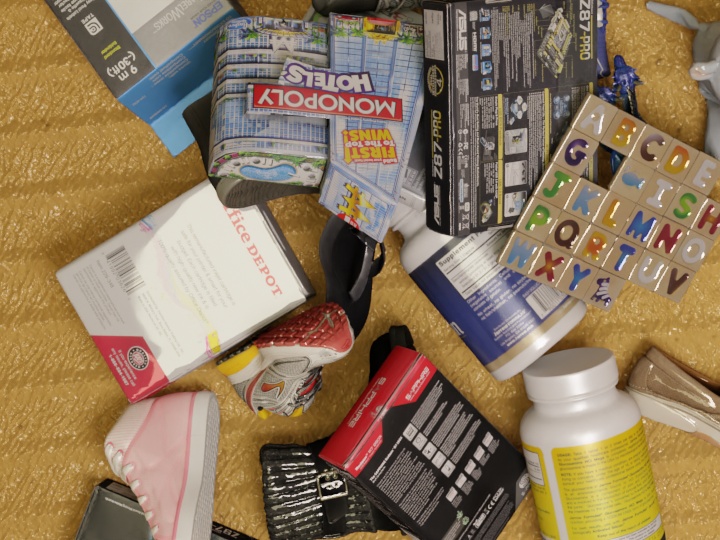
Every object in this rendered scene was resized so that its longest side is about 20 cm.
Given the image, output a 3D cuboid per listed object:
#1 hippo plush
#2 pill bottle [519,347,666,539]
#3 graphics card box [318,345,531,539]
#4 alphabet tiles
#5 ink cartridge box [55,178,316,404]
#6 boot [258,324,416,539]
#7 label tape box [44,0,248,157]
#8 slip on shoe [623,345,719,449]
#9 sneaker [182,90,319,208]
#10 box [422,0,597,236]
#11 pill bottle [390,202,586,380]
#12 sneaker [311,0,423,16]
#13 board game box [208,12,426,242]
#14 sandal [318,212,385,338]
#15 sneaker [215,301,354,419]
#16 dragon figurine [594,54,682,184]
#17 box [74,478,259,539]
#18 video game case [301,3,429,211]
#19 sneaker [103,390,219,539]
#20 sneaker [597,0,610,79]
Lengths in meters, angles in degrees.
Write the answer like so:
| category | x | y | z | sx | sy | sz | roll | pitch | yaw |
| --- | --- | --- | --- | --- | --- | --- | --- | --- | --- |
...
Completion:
| category | x | y | z | sx | sy | sz | roll | pitch | yaw |
| --- | --- | --- | --- | --- | --- | --- | --- | --- | --- |
| hippo plush | 0.366 | -0.179 | 1.337 | 0.159 | 0.161 | 0.201 | -20 | 91 | 6 |
| pill bottle | 0.209 | 0.178 | 1.384 | 0.112 | 0.112 | 0.201 | -12 | 101 | 6 |
| graphics card box | 0.066 | 0.176 | 1.375 | 0.200 | 0.051 | 0.126 | 44 | 74 | -32 |
| alphabet tiles | 0.237 | -0.046 | 1.349 | 0.199 | 0.008 | 0.168 | 22 | 102 | -28 |
| ink cartridge box | -0.163 | 0.013 | 1.437 | 0.199 | 0.086 | 0.148 | -29 | 89 | 5 |
| boot | -0.020 | 0.158 | 1.434 | 0.157 | 0.079 | 0.212 | -1 | 93 | 6 |
| label tape box | -0.188 | -0.230 | 1.437 | 0.144 | 0.063 | 0.200 | -37 | 89 | 7 |
| slip on shoe | 0.344 | 0.132 | 1.403 | 0.199 | 0.076 | 0.061 | 23 | 101 | 11 |
| sneaker | -0.060 | -0.129 | 1.399 | 0.199 | 0.075 | 0.107 | -12 | 64 | -35 |
| box | 0.132 | -0.140 | 1.314 | 0.161 | 0.049 | 0.201 | -10 | 106 | -27 |
| pill bottle | 0.106 | -0.007 | 1.397 | 0.111 | 0.111 | 0.200 | -39 | 89 | 6 |
| sneaker | 0.063 | -0.249 | 1.395 | 0.199 | 0.075 | 0.116 | -25 | 93 | -6 |
| board game box | -0.027 | -0.127 | 1.299 | 0.199 | 0.062 | 0.201 | 5 | 57 | -10 |
| sandal | 0.000 | 0.000 | 1.383 | 0.043 | 0.201 | 0.076 | 29 | 56 | 21 |
| sneaker | -0.057 | 0.087 | 1.394 | 0.078 | 0.200 | 0.082 | -34 | 94 | -30 |
| dragon figurine | 0.257 | -0.096 | 1.383 | 0.059 | 0.099 | 0.201 | -23 | 91 | 7 |
| box | -0.191 | 0.315 | 1.477 | 0.199 | 0.044 | 0.161 | 22 | 94 | 4 |
| video game case | 0.014 | -0.167 | 1.384 | 0.181 | 0.023 | 0.200 | 25 | 57 | 4 |
| sneaker | -0.193 | 0.208 | 1.428 | 0.104 | 0.075 | 0.201 | -1 | 60 | 6 |
| sneaker | 0.210 | -0.280 | 1.388 | 0.115 | 0.081 | 0.200 | -19 | 90 | 8 |
